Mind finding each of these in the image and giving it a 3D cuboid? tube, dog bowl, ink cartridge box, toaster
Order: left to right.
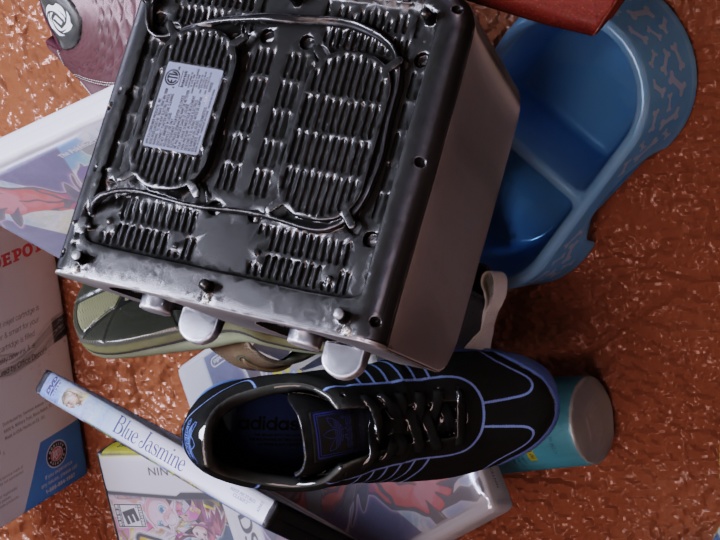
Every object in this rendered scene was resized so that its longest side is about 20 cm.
[{"bbox_3d":[-0.270,0.067,1.208,0.084,0.144,0.202,4,109,30],"label":"ink cartridge box"},{"bbox_3d":[-0.031,-0.058,0.876,0.180,0.119,0.202,11,79,22],"label":"toaster"},{"bbox_3d":[0.056,0.096,1.087,0.199,0.050,0.078,-9,93,38],"label":"tube"},{"bbox_3d":[0.100,-0.071,0.995,0.111,0.050,0.200,42,123,12],"label":"dog bowl"}]

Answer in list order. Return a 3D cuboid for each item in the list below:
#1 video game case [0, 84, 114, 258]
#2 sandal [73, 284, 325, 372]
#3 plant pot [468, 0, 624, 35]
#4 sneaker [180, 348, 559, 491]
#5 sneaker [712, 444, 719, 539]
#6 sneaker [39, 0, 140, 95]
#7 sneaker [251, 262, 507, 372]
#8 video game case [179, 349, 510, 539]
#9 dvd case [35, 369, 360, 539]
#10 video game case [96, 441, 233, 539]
[{"bbox_3d":[-0.125,-0.038,1.069,0.182,0.023,0.199,32,147,-35],"label":"video game case"},{"bbox_3d":[-0.058,0.020,0.967,0.199,0.080,0.057,-2,143,24],"label":"sandal"},{"bbox_3d":[0.092,-0.231,0.866,0.176,0.200,0.200,35,122,5],"label":"plant pot"},{"bbox_3d":[0.008,0.080,0.914,0.198,0.078,0.071,-7,95,-3],"label":"sneaker"},{"bbox_3d":[0.229,0.150,0.932,0.087,0.075,0.202,0,70,22],"label":"sneaker"},{"bbox_3d":[-0.120,-0.172,0.994,0.115,0.076,0.200,41,123,2],"label":"sneaker"},{"bbox_3d":[0.000,0.000,1.009,0.199,0.079,0.130,32,106,35],"label":"sneaker"},{"bbox_3d":[-0.017,0.099,1.094,0.200,0.023,0.183,-34,67,34],"label":"video game case"},{"bbox_3d":[-0.080,0.120,1.034,0.199,0.143,0.018,23,82,38],"label":"dvd case"},{"bbox_3d":[-0.083,0.212,1.219,0.180,0.025,0.202,-4,105,32],"label":"video game case"}]
